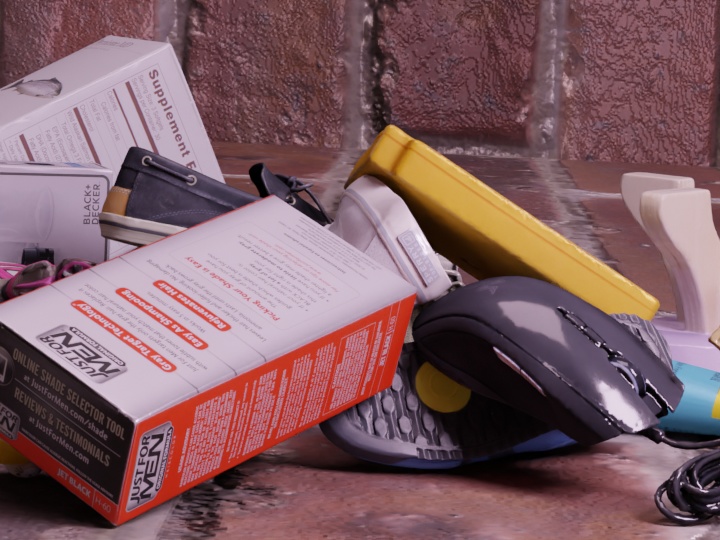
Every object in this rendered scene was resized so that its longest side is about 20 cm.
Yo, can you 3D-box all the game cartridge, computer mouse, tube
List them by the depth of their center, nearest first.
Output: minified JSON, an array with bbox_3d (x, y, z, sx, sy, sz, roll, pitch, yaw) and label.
[{"bbox_3d":[0.132,0.038,1.282,0.199,0.046,0.140,32,40,33],"label":"computer mouse"},{"bbox_3d":[0.164,0.069,1.444,0.198,0.051,0.077,10,16,14],"label":"tube"},{"bbox_3d":[0.076,-0.018,1.476,0.176,0.033,0.200,34,-6,-3],"label":"game cartridge"}]

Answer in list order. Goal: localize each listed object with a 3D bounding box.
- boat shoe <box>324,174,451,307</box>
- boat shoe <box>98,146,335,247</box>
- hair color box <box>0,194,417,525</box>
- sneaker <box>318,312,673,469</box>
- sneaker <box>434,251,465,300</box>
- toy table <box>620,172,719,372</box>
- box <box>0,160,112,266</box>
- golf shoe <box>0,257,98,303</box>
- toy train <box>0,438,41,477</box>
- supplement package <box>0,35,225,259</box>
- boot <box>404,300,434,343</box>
[{"bbox_3d":[0.000,0.000,1.392,0.068,0.072,0.200,-30,13,-3],"label":"boat shoe"},{"bbox_3d":[-0.053,-0.031,1.534,0.198,0.063,0.075,11,-4,-12],"label":"boat shoe"},{"bbox_3d":[-0.075,0.037,1.222,0.101,0.062,0.199,33,35,28],"label":"hair color box"},{"bbox_3d":[0.064,0.072,1.346,0.199,0.066,0.078,-9,-19,-25],"label":"sneaker"},{"bbox_3d":[0.033,0.003,1.612,0.075,0.116,0.200,1,7,-11],"label":"sneaker"},{"bbox_3d":[0.246,0.001,1.715,0.183,0.118,0.199,7,9,32],"label":"toy table"},{"bbox_3d":[-0.257,-0.012,1.623,0.198,0.118,0.060,0,7,-17],"label":"box"},{"bbox_3d":[-0.229,0.026,1.557,0.198,0.073,0.092,9,-11,6],"label":"golf shoe"},{"bbox_3d":[-0.175,0.034,1.260,0.199,0.056,0.151,24,43,-18],"label":"toy train"},{"bbox_3d":[-0.209,-0.062,1.741,0.199,0.118,0.117,-29,18,-21],"label":"supplement package"},{"bbox_3d":[-0.039,0.037,1.489,0.153,0.073,0.200,0,13,-17],"label":"boot"}]
